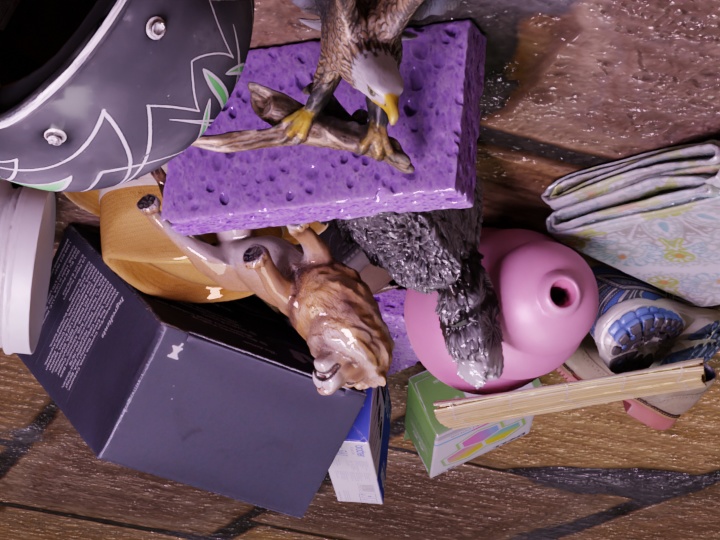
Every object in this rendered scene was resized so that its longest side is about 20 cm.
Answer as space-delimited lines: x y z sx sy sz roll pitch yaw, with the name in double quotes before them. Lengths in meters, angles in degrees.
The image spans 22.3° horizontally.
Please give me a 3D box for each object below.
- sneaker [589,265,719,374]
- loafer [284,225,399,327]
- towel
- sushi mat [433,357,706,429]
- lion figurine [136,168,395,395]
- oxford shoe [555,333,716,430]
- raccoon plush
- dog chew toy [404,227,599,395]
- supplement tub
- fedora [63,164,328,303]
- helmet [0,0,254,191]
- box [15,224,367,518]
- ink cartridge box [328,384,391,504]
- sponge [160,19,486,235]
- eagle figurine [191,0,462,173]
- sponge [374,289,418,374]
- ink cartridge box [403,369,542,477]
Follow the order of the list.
"sneaker" 0.224 0.032 1.402 0.077 0.085 0.200 -45 152 15
"loafer" 0.000 0.000 1.367 0.071 0.073 0.200 13 158 -20
"towel" 0.249 -0.032 1.266 0.200 0.048 0.171 23 156 -37
"sushi mat" 0.155 0.091 1.342 0.199 0.012 0.096 -10 167 8
"lion figurine" -0.060 0.000 1.204 0.200 0.072 0.123 37 166 43
"oxford shoe" 0.217 0.065 1.522 0.200 0.071 0.075 26 125 -39
"raccoon plush" 0.007 -0.012 1.207 0.134 0.201 0.097 -8 -178 29
"dog chew toy" 0.108 0.025 1.304 0.124 0.125 0.200 12 171 -15
"supplement tub" -0.330 -0.012 1.324 0.199 0.146 0.145 7 159 -4
"fedora" -0.122 -0.028 1.311 0.200 0.082 0.201 5 158 2
"helmet" -0.146 -0.131 0.889 0.190 0.200 0.200 31 156 -1
"box" -0.137 0.078 1.420 0.196 0.118 0.200 22 -171 -36
"ink cartridge box" -0.003 0.128 1.547 0.044 0.094 0.200 3 160 5
"sponge" -0.024 -0.085 1.104 0.199 0.112 0.030 -5 159 26
"eagle figurine" 0.006 -0.141 0.977 0.152 0.151 0.200 -27 144 -38
"sponge" -0.004 0.058 1.559 0.111 0.030 0.200 16 156 -26
"ink cartridge box" 0.098 0.131 1.643 0.104 0.059 0.200 -24 161 -9
